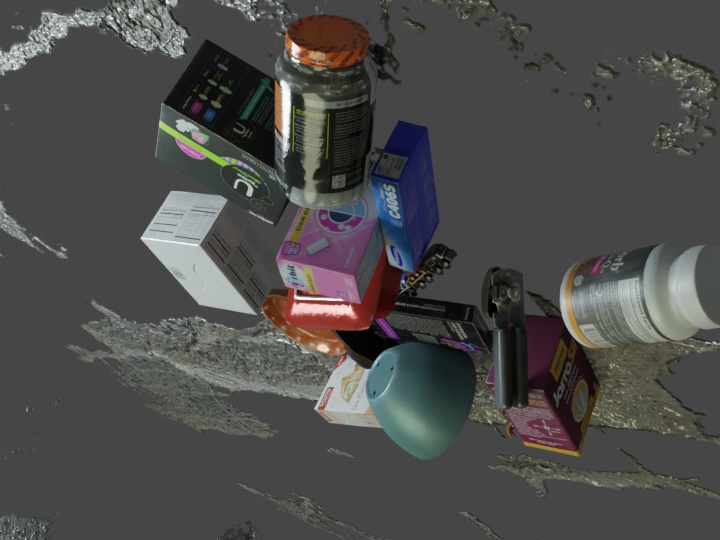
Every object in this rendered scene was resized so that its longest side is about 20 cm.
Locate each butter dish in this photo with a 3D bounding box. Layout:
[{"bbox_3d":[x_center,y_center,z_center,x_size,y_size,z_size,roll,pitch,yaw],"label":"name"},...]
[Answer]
[{"bbox_3d":[0.000,0.000,1.366,0.197,0.205,0.146,0,166,44],"label":"butter dish"}]

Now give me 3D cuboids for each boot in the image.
[{"bbox_3d":[-0.016,0.130,1.650,0.199,0.076,0.096,39,149,-23],"label":"boot"}]

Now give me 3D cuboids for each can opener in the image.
[{"bbox_3d":[0.210,0.097,1.308,0.052,0.205,0.067,-2,180,-20],"label":"can opener"}]

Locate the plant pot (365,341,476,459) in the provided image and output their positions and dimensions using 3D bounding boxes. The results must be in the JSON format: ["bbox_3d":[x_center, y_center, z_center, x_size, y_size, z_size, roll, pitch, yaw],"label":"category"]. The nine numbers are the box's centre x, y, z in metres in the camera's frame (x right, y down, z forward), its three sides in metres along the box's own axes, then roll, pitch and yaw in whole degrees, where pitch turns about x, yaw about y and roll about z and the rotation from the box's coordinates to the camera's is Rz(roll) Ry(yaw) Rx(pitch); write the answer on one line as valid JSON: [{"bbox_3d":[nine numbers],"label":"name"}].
[{"bbox_3d":[0.087,0.206,1.556,0.133,0.204,0.199,26,156,-22],"label":"plant pot"}]

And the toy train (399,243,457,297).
[{"bbox_3d":[0.093,0.003,1.406,0.045,0.034,0.200,33,154,-5],"label":"toy train"}]

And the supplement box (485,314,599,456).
[{"bbox_3d":[0.291,0.180,1.413,0.102,0.133,0.201,5,146,37],"label":"supplement box"}]

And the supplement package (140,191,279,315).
[{"bbox_3d":[-0.263,-0.031,1.612,0.153,0.112,0.201,8,147,35],"label":"supplement package"}]

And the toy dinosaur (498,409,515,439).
[{"bbox_3d":[0.293,0.248,1.636,0.198,0.061,0.106,34,130,-21],"label":"toy dinosaur"}]

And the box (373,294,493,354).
[{"bbox_3d":[0.111,0.085,1.482,0.196,0.037,0.143,9,159,24],"label":"box"}]

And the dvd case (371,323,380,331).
[{"bbox_3d":[0.000,0.043,1.587,0.141,0.018,0.200,-5,137,48],"label":"dvd case"}]

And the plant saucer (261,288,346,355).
[{"bbox_3d":[-0.105,0.098,1.775,0.197,0.033,0.202,23,152,13],"label":"plant saucer"}]

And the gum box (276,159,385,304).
[{"bbox_3d":[-0.022,-0.066,1.219,0.111,0.203,0.067,12,148,17],"label":"gum box"}]

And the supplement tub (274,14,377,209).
[{"bbox_3d":[-0.042,-0.186,1.061,0.120,0.123,0.203,20,131,17],"label":"supplement tub"}]

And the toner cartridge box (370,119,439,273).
[{"bbox_3d":[0.062,-0.094,1.196,0.042,0.096,0.201,18,151,21],"label":"toner cartridge box"}]

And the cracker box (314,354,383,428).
[{"bbox_3d":[0.011,0.237,1.788,0.058,0.136,0.198,43,150,-29],"label":"cracker box"}]

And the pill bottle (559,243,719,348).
[{"bbox_3d":[0.352,0.031,1.104,0.116,0.118,0.198,40,151,-23],"label":"pill bottle"}]

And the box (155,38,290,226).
[{"bbox_3d":[-0.163,-0.184,1.228,0.197,0.126,0.149,29,154,-3],"label":"box"}]
